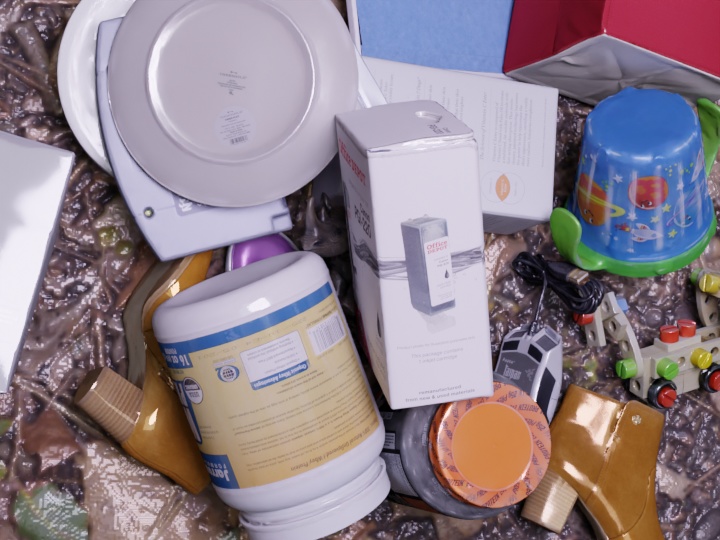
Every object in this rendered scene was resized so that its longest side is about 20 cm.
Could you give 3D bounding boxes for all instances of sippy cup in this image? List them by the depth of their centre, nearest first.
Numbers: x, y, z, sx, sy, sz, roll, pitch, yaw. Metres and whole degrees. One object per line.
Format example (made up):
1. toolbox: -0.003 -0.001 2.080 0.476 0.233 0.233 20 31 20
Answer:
1. sippy cup: 0.249 -0.086 1.057 0.139 0.130 0.178 6 50 16

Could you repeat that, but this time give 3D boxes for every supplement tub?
1. supplement tub: -0.066 0.099 0.939 0.144 0.145 0.200 -23 100 -18
2. supplement tub: 0.074 0.143 0.997 0.122 0.200 0.123 2 84 -17

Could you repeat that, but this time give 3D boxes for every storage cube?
1. storage cube: 0.261 -0.256 1.101 0.200 0.171 0.180 16 81 -23

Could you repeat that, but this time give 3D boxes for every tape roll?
1. tape roll: -0.155 -0.162 1.010 0.202 0.037 0.203 -1 93 -13

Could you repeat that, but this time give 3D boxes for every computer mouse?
1. computer mouse: 0.159 0.087 1.095 0.044 0.110 0.200 17 91 -37

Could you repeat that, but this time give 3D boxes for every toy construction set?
1. toy construction set: 0.302 0.053 1.132 0.200 0.092 0.131 -7 111 -10

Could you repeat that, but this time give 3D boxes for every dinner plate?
1. dinner plate: -0.101 -0.150 0.934 0.200 0.024 0.201 0 93 1

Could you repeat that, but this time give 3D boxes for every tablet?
1. tablet: 0.074 -0.245 1.113 0.200 0.014 0.130 -1 83 -32

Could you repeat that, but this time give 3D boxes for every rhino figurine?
1. rhino figurine: 0.000 0.000 1.022 0.088 0.060 0.200 -57 137 -21

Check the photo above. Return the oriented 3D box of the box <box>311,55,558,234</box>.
1. box: 0.066 -0.109 1.075 0.200 0.097 0.125 7 82 -16

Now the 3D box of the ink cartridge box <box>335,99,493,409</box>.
1. ink cartridge box: 0.040 -0.017 0.904 0.085 0.146 0.200 -7 109 -9

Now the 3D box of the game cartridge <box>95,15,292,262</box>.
1. game cartridge: -0.143 -0.114 0.976 0.133 0.041 0.200 -14 93 -15

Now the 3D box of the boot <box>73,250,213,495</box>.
1. boot: -0.139 0.076 1.018 0.144 0.071 0.201 39 65 -23

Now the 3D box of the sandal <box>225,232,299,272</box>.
1. sandal: -0.060 0.055 1.040 0.082 0.050 0.203 -14 87 -27

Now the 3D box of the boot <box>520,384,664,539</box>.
1. boot: 0.257 0.202 1.105 0.201 0.071 0.144 28 80 -7

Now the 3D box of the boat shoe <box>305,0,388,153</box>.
1. boat shoe: -0.046 -0.170 0.980 0.086 0.075 0.202 -30 89 3

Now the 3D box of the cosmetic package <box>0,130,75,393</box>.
1. cosmetic package: -0.294 -0.005 0.951 0.090 0.107 0.200 13 79 -15
